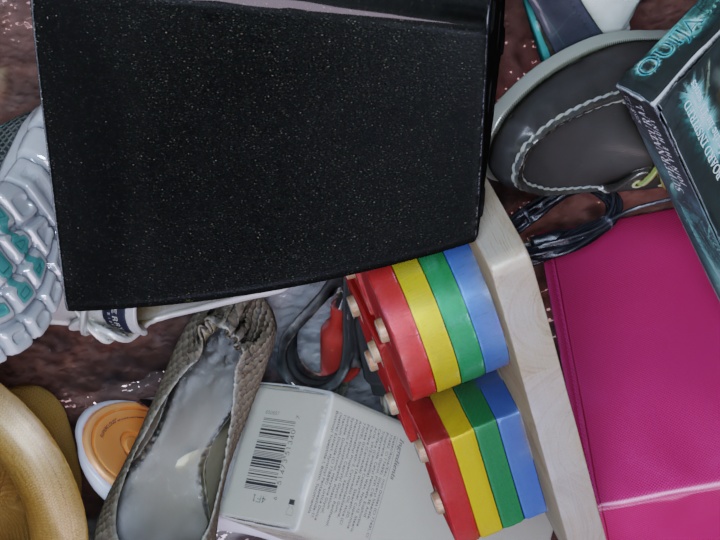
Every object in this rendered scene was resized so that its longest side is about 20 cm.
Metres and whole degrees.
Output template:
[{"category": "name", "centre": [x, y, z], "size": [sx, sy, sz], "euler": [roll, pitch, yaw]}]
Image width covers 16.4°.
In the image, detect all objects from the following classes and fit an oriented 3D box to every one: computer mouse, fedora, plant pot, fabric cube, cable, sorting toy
[{"category": "computer mouse", "centre": [0.168, -0.030, 1.290], "size": [0.200, 0.059, 0.034], "euler": [-11, 143, 8]}, {"category": "fedora", "centre": [-0.210, 0.119, 1.365], "size": [0.200, 0.082, 0.201], "euler": [15, 122, 25]}, {"category": "plant pot", "centre": [-0.028, -0.109, 1.057], "size": [0.177, 0.200, 0.200], "euler": [6, 137, 5]}, {"category": "fabric cube", "centre": [0.215, 0.092, 1.323], "size": [0.199, 0.196, 0.200], "euler": [-11, 136, 4]}, {"category": "cable", "centre": [0.000, 0.000, 1.331], "size": [0.097, 0.050, 0.200], "euler": [3, 125, 12]}, {"category": "sorting toy", "centre": [0.036, 0.019, 1.185], "size": [0.069, 0.200, 0.199], "euler": [-21, 129, -3]}]

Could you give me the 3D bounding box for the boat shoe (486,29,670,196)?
[{"category": "boat shoe", "centre": [0.142, -0.073, 1.169], "size": [0.201, 0.061, 0.072], "euler": [-20, 139, -34]}]

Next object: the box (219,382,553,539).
[{"category": "box", "centre": [0.019, 0.129, 1.387], "size": [0.068, 0.082, 0.200], "euler": [4, 163, 46]}]

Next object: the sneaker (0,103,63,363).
[{"category": "sneaker", "centre": [-0.185, -0.010, 1.185], "size": [0.091, 0.200, 0.078], "euler": [-18, 114, 31]}]

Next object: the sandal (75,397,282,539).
[{"category": "sandal", "centre": [-0.064, 0.105, 1.400], "size": [0.206, 0.079, 0.059], "euler": [18, 131, -34]}]

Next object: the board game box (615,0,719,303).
[{"category": "board game box", "centre": [0.201, -0.063, 1.163], "size": [0.135, 0.028, 0.200], "euler": [-45, 136, -13]}]

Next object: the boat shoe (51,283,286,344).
[{"category": "boat shoe", "centre": [-0.126, 0.002, 1.282], "size": [0.200, 0.070, 0.071], "euler": [-9, 137, 3]}]

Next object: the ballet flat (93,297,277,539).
[{"category": "ballet flat", "centre": [-0.093, 0.101, 1.315], "size": [0.067, 0.200, 0.046], "euler": [21, 172, 6]}]

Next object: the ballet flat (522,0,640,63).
[{"category": "ballet flat", "centre": [0.093, -0.146, 1.152], "size": [0.073, 0.073, 0.200], "euler": [-20, 133, 15]}]
